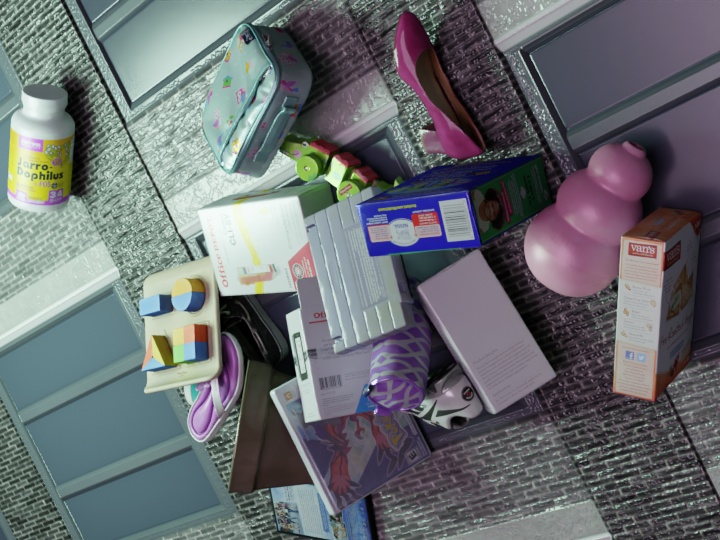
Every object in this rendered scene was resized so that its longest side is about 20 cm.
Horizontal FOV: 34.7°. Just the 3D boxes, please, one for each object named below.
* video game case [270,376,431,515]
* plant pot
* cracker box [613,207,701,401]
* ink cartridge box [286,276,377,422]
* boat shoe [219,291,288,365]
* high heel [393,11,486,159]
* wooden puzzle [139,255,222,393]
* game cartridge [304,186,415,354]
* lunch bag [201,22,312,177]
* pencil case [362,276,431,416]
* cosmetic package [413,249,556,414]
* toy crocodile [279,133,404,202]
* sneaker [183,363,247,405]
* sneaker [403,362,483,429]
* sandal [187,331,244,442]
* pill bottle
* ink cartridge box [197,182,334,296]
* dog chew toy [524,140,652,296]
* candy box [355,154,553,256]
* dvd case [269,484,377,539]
[{"bbox_3d":[-0.011,0.225,1.685,0.200,0.182,0.023,64,155,-2],"label":"video game case"},{"bbox_3d":[-0.102,0.247,1.742,0.173,0.200,0.200,10,117,-4],"label":"plant pot"},{"bbox_3d":[0.356,0.038,1.380,0.058,0.134,0.201,10,113,32],"label":"cracker box"},{"bbox_3d":[-0.035,0.108,1.649,0.068,0.116,0.201,154,107,-66],"label":"ink cartridge box"},{"bbox_3d":[-0.197,0.071,1.825,0.200,0.064,0.071,48,127,11],"label":"boat shoe"},{"bbox_3d":[0.108,-0.241,1.492,0.096,0.067,0.200,7,126,43],"label":"high heel"},{"bbox_3d":[-0.290,0.083,1.806,0.185,0.046,0.201,-15,70,43],"label":"wooden puzzle"},{"bbox_3d":[0.000,0.000,1.559,0.129,0.038,0.200,-22,72,28],"label":"game cartridge"},{"bbox_3d":[-0.149,-0.240,1.627,0.200,0.077,0.161,-60,39,32],"label":"lunch bag"},{"bbox_3d":[0.054,0.102,1.581,0.084,0.200,0.086,17,139,-8],"label":"pencil case"},{"bbox_3d":[0.165,0.083,1.545,0.102,0.074,0.200,-30,86,-5],"label":"cosmetic package"},{"bbox_3d":[-0.029,-0.143,1.627,0.200,0.067,0.062,33,118,19],"label":"toy crocodile"},{"bbox_3d":[-0.230,0.140,1.862,0.121,0.084,0.201,12,116,32],"label":"sneaker"},{"bbox_3d":[0.107,0.190,1.620,0.089,0.074,0.200,50,160,-5],"label":"sneaker"},{"bbox_3d":[-0.231,0.190,1.792,0.082,0.050,0.203,36,121,31],"label":"sandal"},{"bbox_3d":[-0.535,-0.206,1.933,0.104,0.104,0.200,25,120,25],"label":"pill bottle"},{"bbox_3d":[-0.131,-0.044,1.723,0.200,0.083,0.146,-4,106,36],"label":"ink cartridge box"},{"bbox_3d":[0.285,-0.067,1.405,0.124,0.124,0.200,37,117,18],"label":"dog chew toy"},{"bbox_3d":[0.122,-0.084,1.458,0.169,0.200,0.077,-4,106,37],"label":"candy box"},{"bbox_3d":[-0.066,0.375,1.877,0.200,0.018,0.143,1,108,34],"label":"dvd case"}]
